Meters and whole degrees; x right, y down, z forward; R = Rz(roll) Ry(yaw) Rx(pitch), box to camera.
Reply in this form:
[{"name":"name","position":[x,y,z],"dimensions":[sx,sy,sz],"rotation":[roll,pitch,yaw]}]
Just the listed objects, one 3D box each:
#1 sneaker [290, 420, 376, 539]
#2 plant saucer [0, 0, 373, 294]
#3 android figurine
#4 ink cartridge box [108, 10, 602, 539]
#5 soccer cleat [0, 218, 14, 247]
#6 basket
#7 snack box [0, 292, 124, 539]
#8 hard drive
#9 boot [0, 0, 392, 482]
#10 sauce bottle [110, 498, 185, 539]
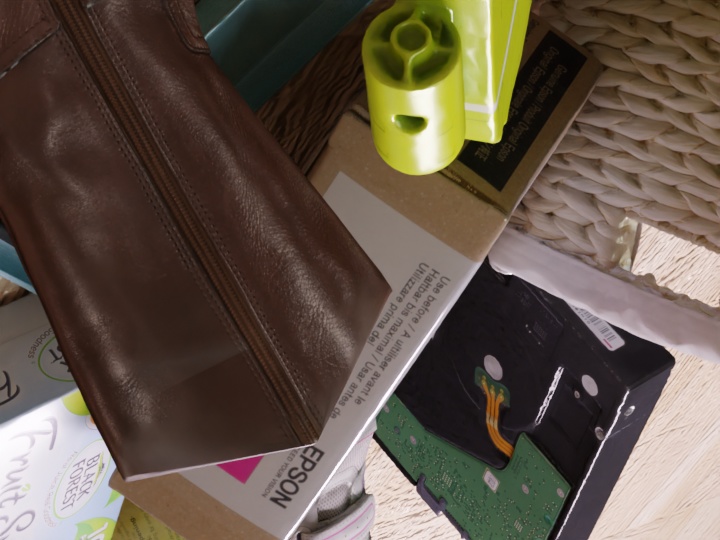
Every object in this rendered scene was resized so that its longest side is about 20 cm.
[{"name":"sneaker","position":[-0.022,0.135,1.227],"dimensions":[0.081,0.088,0.200],"rotation":[-28,154,-30]},{"name":"plant saucer","position":[-0.059,-0.069,0.894],"dimensions":[0.200,0.019,0.070],"rotation":[-43,157,5]},{"name":"android figurine","position":[0.036,-0.120,0.794],"dimensions":[0.200,0.041,0.183],"rotation":[83,17,-69]},{"name":"ink cartridge box","position":[0.000,0.000,0.963],"dimensions":[0.200,0.075,0.165],"rotation":[-55,180,31]},{"name":"soccer cleat","position":[-0.085,-0.027,0.814],"dimensions":[0.068,0.081,0.200],"rotation":[-50,148,16]},{"name":"basket","position":[0.194,-0.059,1.037],"dimensions":[0.199,0.198,0.162],"rotation":[-13,119,-46]},{"name":"snack box","position":[-0.176,0.091,0.946],"dimensions":[0.200,0.053,0.142],"rotation":[-26,154,-35]},{"name":"hard drive","position":[0.069,0.056,1.165],"dimensions":[0.038,0.140,0.200],"rotation":[-27,153,-30]},{"name":"boot","position":[-0.034,-0.058,0.712],"dimensions":[0.186,0.200,0.064],"rotation":[-33,-177,-3]},{"name":"sauce bottle","position":[-0.117,0.123,1.084],"dimensions":[0.199,0.066,0.066],"rotation":[-27,153,-32]}]
